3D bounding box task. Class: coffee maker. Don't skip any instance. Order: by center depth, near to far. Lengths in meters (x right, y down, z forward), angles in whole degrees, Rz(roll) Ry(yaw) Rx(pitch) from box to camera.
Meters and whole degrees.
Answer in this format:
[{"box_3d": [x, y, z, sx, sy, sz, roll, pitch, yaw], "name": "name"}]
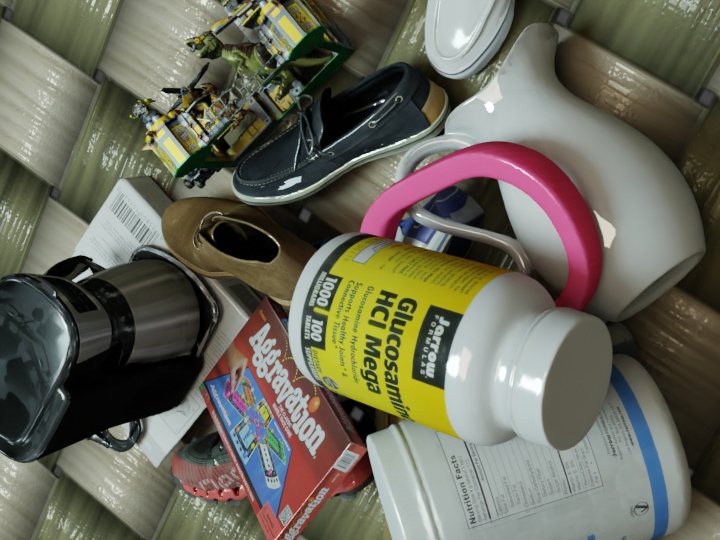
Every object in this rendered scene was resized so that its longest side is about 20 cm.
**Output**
[{"box_3d": [-0.228, 0.086, 1.029, 0.134, 0.200, 0.194, 13, 102, 25], "name": "coffee maker"}]

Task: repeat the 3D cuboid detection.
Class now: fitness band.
[{"box_3d": [0.077, -0.009, 0.879, 0.199, 0.037, 0.145, -24, 95, 46], "name": "fitness band"}]

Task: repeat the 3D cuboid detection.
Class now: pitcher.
[{"box_3d": [0.134, -0.050, 0.905, 0.171, 0.121, 0.201, -40, 73, 11], "name": "pitcher"}]

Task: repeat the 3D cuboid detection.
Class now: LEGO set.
[{"box_3d": [-0.108, -0.173, 1.003, 0.200, 0.154, 0.116, -44, 81, 24], "name": "LEGO set"}]

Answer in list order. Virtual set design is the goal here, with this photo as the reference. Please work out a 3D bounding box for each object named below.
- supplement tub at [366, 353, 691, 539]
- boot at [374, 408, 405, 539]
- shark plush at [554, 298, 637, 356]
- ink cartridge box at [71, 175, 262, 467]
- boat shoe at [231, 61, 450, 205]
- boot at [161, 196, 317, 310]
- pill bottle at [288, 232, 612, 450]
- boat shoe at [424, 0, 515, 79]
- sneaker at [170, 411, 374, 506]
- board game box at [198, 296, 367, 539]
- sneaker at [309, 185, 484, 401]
[{"box_3d": [0.116, 0.146, 0.874, 0.198, 0.132, 0.133, -17, 90, -5], "name": "supplement tub"}, {"box_3d": [0.116, 0.157, 0.990, 0.198, 0.066, 0.177, 3, 107, 26], "name": "boot"}, {"box_3d": [0.115, 0.097, 0.937, 0.200, 0.091, 0.083, -46, 102, -11], "name": "shark plush"}, {"box_3d": [-0.188, 0.045, 1.140, 0.200, 0.045, 0.176, 47, 115, 14], "name": "ink cartridge box"}, {"box_3d": [-0.026, -0.111, 1.005, 0.199, 0.062, 0.075, -20, 46, 25], "name": "boat shoe"}, {"box_3d": [-0.109, -0.030, 1.016, 0.199, 0.075, 0.074, 22, 80, 44], "name": "boot"}, {"box_3d": [0.058, 0.047, 0.819, 0.199, 0.112, 0.114, 15, 105, 38], "name": "pill bottle"}, {"box_3d": [0.087, -0.241, 0.935, 0.073, 0.065, 0.202, 22, 108, 23], "name": "boat shoe"}, {"box_3d": [-0.085, 0.147, 1.074, 0.199, 0.071, 0.099, -8, 120, 27], "name": "sneaker"}, {"box_3d": [-0.067, 0.114, 0.986, 0.103, 0.019, 0.200, -52, 37, 12], "name": "board game box"}, {"box_3d": [0.000, 0.001, 1.013, 0.115, 0.080, 0.200, 42, 116, 13], "name": "sneaker"}]
